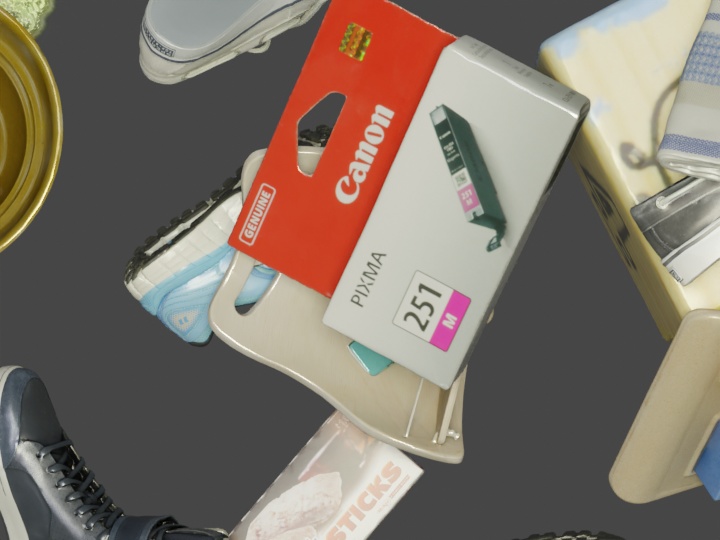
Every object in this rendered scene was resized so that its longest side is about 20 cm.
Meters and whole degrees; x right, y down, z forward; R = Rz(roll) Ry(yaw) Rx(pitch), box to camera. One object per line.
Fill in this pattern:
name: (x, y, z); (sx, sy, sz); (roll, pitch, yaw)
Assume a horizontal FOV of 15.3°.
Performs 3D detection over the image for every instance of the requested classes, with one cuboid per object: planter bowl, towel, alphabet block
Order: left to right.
planter bowl: (-0.292, -0.088, 1.779); (0.200, 0.083, 0.201); (0, 85, 2)
alphabet block: (0.238, -0.087, 1.702); (0.195, 0.196, 0.200); (-29, 85, 2)
towel: (0.266, -0.127, 1.548); (0.147, 0.024, 0.200); (11, 62, 22)

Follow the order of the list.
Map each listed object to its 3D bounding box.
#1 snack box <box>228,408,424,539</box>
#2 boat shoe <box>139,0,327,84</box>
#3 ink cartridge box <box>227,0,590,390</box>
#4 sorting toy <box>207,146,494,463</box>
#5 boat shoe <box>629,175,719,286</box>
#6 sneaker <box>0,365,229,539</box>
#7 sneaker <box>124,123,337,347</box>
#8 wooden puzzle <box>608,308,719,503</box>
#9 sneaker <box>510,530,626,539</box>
snack box: (-0.049, 0.186, 1.778); (0.072, 0.024, 0.200); (40, 88, 5)
boat shoe: (-0.068, -0.181, 1.784); (0.075, 0.086, 0.202); (46, 60, 9)
ink cartridge box: (0.022, -0.054, 1.638); (0.173, 0.044, 0.200); (28, 112, 8)
sorting toy: (0.000, 0.000, 1.723); (0.180, 0.107, 0.200); (14, 98, -8)
boat shoe: (0.249, -0.076, 1.572); (0.200, 0.072, 0.068); (-37, 87, 7)
sneaker: (-0.162, 0.152, 1.740); (0.146, 0.077, 0.203); (-11, 94, 25)
sneaker: (-0.057, -0.024, 1.782); (0.200, 0.078, 0.090); (-35, 107, -1)
wooden puzzle: (0.271, 0.078, 1.667); (0.200, 0.185, 0.046); (-10, 53, -25)
sneaker: (0.079, 0.224, 1.746); (0.200, 0.078, 0.090); (-5, 93, 4)
